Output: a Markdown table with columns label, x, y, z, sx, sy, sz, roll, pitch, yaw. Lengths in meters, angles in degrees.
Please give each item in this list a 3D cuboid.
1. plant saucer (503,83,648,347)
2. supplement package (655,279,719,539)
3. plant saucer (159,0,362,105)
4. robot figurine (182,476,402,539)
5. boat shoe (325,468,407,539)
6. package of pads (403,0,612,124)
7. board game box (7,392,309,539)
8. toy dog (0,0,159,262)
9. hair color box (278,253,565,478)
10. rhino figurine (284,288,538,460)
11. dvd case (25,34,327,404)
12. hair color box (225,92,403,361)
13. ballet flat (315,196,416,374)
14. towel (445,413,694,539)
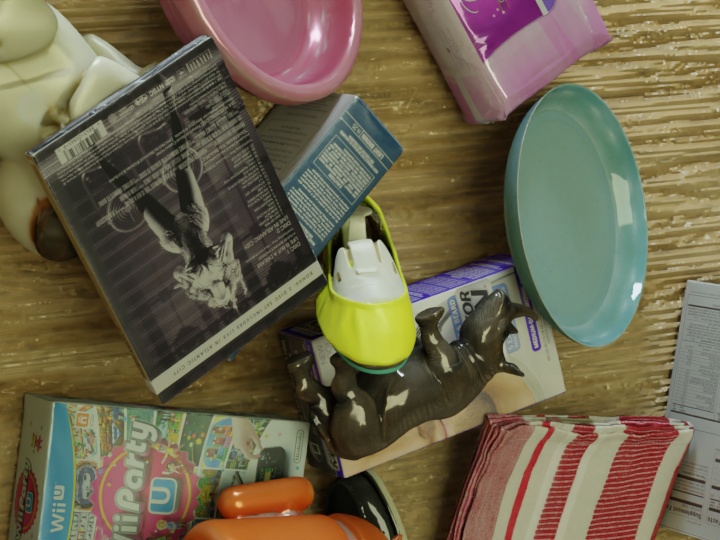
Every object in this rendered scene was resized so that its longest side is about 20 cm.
| label | x | y | z | sx | sy | sz | roll | pitch | yaw |
| --- | --- | --- | --- | --- | --- | --- | --- | --- | --- |
| plant saucer | 0.160 | -0.041 | 1.772 | 0.200 | 0.027 | 0.201 | 13 | 73 | -53 |
| supplement package | 0.343 | 0.121 | 1.854 | 0.151 | 0.151 | 0.201 | 9 | 90 | -29 |
| plant saucer | -0.078 | -0.207 | 1.621 | 0.200 | 0.051 | 0.201 | 26 | 55 | -44 |
| robot figurine | -0.053 | 0.228 | 1.608 | 0.199 | 0.144 | 0.117 | 0 | 123 | -29 |
| boat shoe | -0.003 | 0.245 | 1.727 | 0.063 | 0.074 | 0.202 | -11 | 104 | -34 |
| package of pads | 0.090 | -0.220 | 1.733 | 0.120 | 0.076 | 0.200 | -38 | 110 | -21 |
| board game box | -0.144 | 0.169 | 1.654 | 0.199 | 0.064 | 0.148 | 6 | 91 | -28 |
| toy dog | -0.216 | -0.103 | 1.551 | 0.194 | 0.139 | 0.200 | -31 | 109 | -15 |
| hair color box | 0.048 | 0.068 | 1.745 | 0.199 | 0.065 | 0.110 | -19 | 104 | -23 |
| rhino figurine | 0.046 | 0.069 | 1.675 | 0.200 | 0.060 | 0.088 | -24 | 108 | -26 |
| dvd case | -0.118 | -0.033 | 1.549 | 0.149 | 0.016 | 0.200 | -36 | 118 | -22 |
| hair color box | -0.070 | -0.035 | 1.652 | 0.200 | 0.100 | 0.061 | -50 | 117 | -15 |
| ballet flat | 0.000 | 0.000 | 1.643 | 0.067 | 0.200 | 0.067 | -2 | 115 | -4 |
| towel | 0.160 | 0.178 | 1.804 | 0.199 | 0.023 | 0.144 | 3 | 115 | -32 |
